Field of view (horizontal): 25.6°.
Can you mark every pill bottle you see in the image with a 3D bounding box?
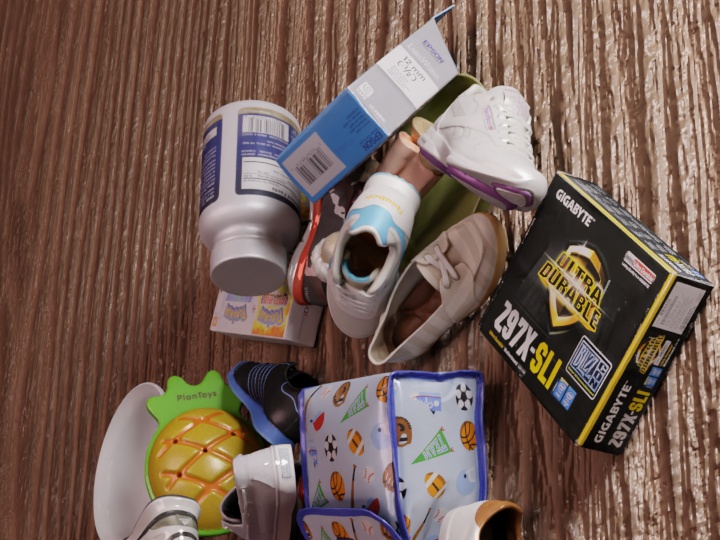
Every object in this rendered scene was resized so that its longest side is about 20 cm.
[{"bbox_3d":[-0.120,-0.077,1.730,0.111,0.111,0.200,-41,40,45],"label":"pill bottle"}]

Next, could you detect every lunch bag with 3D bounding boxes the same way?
[{"bbox_3d":[0.025,0.195,1.417,0.170,0.124,0.200,-15,76,58],"label":"lunch bag"}]

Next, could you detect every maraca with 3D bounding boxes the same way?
[{"bbox_3d":[-0.173,0.201,1.750,0.107,0.137,0.200,100,161,-57],"label":"maraca"}]

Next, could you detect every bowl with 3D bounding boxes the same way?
[{"bbox_3d":[-0.237,0.240,1.883,0.201,0.090,0.201,-37,44,47],"label":"bowl"}]

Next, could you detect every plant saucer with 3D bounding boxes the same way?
[{"bbox_3d":[0.083,-0.093,1.554,0.200,0.031,0.200,-35,47,49],"label":"plant saucer"}]

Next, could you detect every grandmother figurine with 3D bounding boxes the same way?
[{"bbox_3d":[0.016,-0.062,1.567,0.200,0.061,0.121,-50,27,32],"label":"grandmother figurine"}]

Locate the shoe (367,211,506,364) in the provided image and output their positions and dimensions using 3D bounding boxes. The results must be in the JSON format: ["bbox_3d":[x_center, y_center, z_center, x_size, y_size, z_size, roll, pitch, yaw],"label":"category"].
[{"bbox_3d":[0.069,0.023,1.470,0.070,0.053,0.200,53,132,22],"label":"shoe"}]

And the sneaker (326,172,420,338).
[{"bbox_3d":[0.000,0.000,1.505,0.200,0.076,0.081,102,-166,-47],"label":"sneaker"}]

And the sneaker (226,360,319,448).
[{"bbox_3d":[-0.086,0.131,1.710,0.078,0.070,0.200,-47,25,1],"label":"sneaker"}]

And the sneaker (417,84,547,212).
[{"bbox_3d":[0.116,-0.116,1.395,0.100,0.075,0.200,-53,28,4],"label":"sneaker"}]

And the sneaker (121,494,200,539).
[{"bbox_3d":[-0.214,0.326,1.595,0.115,0.076,0.201,-100,30,-43],"label":"sneaker"}]

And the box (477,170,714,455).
[{"bbox_3d":[0.185,0.031,1.290,0.160,0.049,0.200,-65,29,18],"label":"box"}]

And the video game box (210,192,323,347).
[{"bbox_3d":[-0.095,-0.009,1.810,0.200,0.047,0.182,1,78,60],"label":"video game box"}]

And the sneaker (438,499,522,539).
[{"bbox_3d":[0.101,0.280,1.280,0.085,0.073,0.200,-30,51,49],"label":"sneaker"}]

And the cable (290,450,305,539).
[{"bbox_3d":[-0.054,0.273,1.608,0.097,0.050,0.200,-38,55,50],"label":"cable"}]

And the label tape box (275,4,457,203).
[{"bbox_3d":[0.023,-0.167,1.573,0.200,0.066,0.143,-42,1,-42],"label":"label tape box"}]

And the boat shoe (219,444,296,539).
[{"bbox_3d":[-0.102,0.229,1.530,0.200,0.068,0.072,106,160,-64],"label":"boat shoe"}]

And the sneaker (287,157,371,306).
[{"bbox_3d":[-0.009,-0.052,1.680,0.082,0.077,0.200,14,88,35],"label":"sneaker"}]
